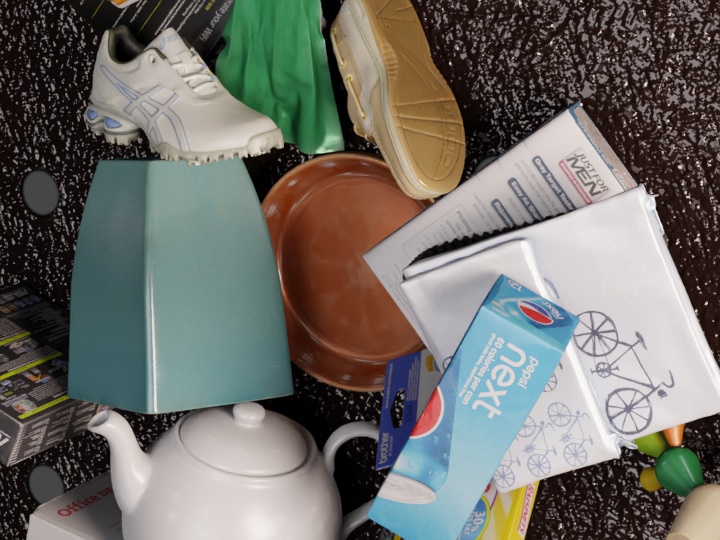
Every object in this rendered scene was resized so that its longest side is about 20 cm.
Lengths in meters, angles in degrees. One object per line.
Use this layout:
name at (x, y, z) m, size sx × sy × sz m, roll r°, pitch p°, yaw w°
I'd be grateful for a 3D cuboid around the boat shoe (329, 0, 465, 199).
boat shoe at (0.025, -0.133, 1.548) m, size 0.069 × 0.074 × 0.200 m, roll -43°, pitch 51°, yaw 42°

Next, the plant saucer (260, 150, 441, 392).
plant saucer at (0.000, 0.000, 1.631) m, size 0.200 × 0.032 × 0.201 m, roll 7°, pitch 105°, yaw 26°

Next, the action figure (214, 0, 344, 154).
action figure at (-0.066, -0.195, 1.575) m, size 0.118 × 0.055 × 0.200 m, roll 7°, pitch 125°, yaw 7°

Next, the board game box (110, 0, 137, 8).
board game box at (-0.149, -0.335, 1.563) m, size 0.200 × 0.026 × 0.200 m, roll -19°, pitch 76°, yaw 38°

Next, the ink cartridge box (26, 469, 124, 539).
ink cartridge box at (-0.171, 0.260, 1.713) m, size 0.200 × 0.148 × 0.086 m, roll 20°, pitch 109°, yaw 23°

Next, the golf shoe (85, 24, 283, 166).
golf shoe at (-0.146, -0.142, 1.580) m, size 0.200 × 0.078 × 0.097 m, roll 17°, pitch 115°, yaw 35°

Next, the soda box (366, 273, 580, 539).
soda box at (0.080, 0.107, 1.423) m, size 0.068 × 0.064 × 0.200 m, roll 30°, pitch 117°, yaw 5°

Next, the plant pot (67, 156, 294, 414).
plant pot at (-0.152, 0.005, 1.634) m, size 0.141 × 0.141 × 0.200 m, roll 6°, pitch 98°, yaw 53°

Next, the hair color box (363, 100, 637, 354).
hair color box at (0.112, -0.032, 1.525) m, size 0.200 × 0.061 × 0.100 m, roll -35°, pitch 91°, yaw 19°

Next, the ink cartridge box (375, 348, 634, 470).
ink cartridge box at (0.112, 0.100, 1.533) m, size 0.200 × 0.119 × 0.042 m, roll -13°, pitch 133°, yaw 19°

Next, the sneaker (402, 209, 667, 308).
sneaker at (0.136, 0.016, 1.469) m, size 0.199 × 0.070 × 0.094 m, roll -12°, pitch 112°, yaw 16°

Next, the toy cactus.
toy cactus at (0.273, 0.166, 1.459) m, size 0.200 × 0.165 × 0.102 m, roll 26°, pitch 132°, yaw 25°

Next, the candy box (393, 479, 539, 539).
candy box at (0.091, 0.158, 1.539) m, size 0.102 × 0.200 × 0.026 m, roll -4°, pitch 135°, yaw 26°

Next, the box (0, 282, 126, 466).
box at (-0.300, 0.086, 1.710) m, size 0.160 × 0.200 × 0.044 m, roll 31°, pitch 114°, yaw 18°

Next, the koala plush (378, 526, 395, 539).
koala plush at (0.095, 0.291, 1.581) m, size 0.200 × 0.184 × 0.178 m, roll 18°, pitch 122°, yaw 2°

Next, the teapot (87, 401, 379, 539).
teapot at (-0.096, 0.175, 1.632) m, size 0.197 × 0.200 × 0.146 m, roll 25°, pitch 117°, yaw 26°

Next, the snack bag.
snack bag at (0.151, 0.053, 1.427) m, size 0.200 × 0.021 × 0.189 m, roll -19°, pitch 103°, yaw 21°

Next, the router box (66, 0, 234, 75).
router box at (-0.144, -0.259, 1.635) m, size 0.149 × 0.051 × 0.200 m, roll 46°, pitch 118°, yaw 10°
